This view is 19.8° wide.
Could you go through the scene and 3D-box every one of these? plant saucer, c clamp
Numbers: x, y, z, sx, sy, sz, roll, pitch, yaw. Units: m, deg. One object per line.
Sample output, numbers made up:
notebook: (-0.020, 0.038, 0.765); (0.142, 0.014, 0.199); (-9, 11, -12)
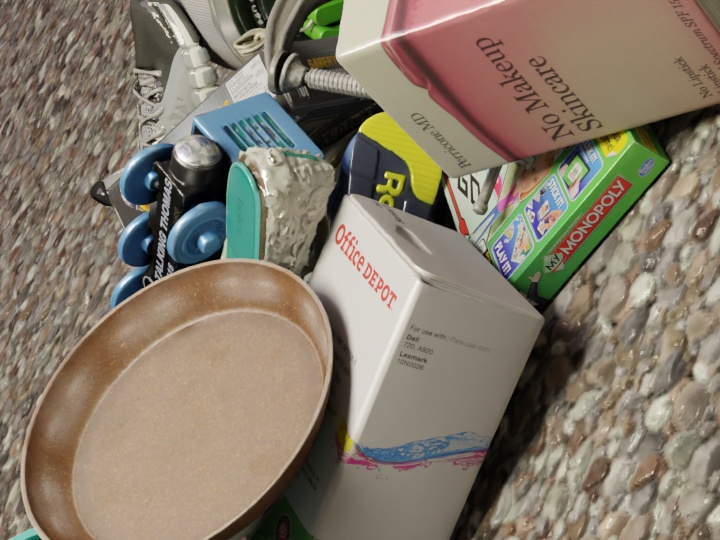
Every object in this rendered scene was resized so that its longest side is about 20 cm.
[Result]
plant saucer: (-0.096, 0.083, 1.139); (0.200, 0.035, 0.201); (-19, 46, 21)
c clamp: (0.022, -0.128, 1.257); (0.199, 0.027, 0.171); (17, 60, 25)

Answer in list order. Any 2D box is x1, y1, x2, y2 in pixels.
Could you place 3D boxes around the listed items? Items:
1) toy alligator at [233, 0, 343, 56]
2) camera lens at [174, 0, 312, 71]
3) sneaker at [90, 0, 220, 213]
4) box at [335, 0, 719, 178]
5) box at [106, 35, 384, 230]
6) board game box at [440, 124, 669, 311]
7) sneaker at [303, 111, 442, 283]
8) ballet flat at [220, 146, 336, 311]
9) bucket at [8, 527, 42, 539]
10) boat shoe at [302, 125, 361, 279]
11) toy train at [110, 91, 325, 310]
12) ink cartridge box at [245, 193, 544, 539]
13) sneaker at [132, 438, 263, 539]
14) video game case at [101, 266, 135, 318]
toy alligator: (0.004, -0.173, 1.416); (0.200, 0.054, 0.059); (-29, 36, -19)
camera lens: (-0.060, -0.221, 1.530); (0.160, 0.160, 0.200); (-62, 25, -1)
sneaker: (-0.155, -0.100, 1.523); (0.115, 0.201, 0.075); (-26, 14, -15)
box: (0.106, -0.146, 1.117); (0.199, 0.128, 0.109); (-16, 50, 32)
box: (-0.056, -0.093, 1.411); (0.200, 0.158, 0.048); (-36, 76, 43)
board game box: (0.105, -0.072, 1.226); (0.135, 0.029, 0.200); (-52, 27, 22)
sneaker: (0.000, 0.000, 1.303); (0.082, 0.074, 0.201); (-168, 98, -80)
ballet flat: (-0.052, 0.011, 1.224); (0.072, 0.071, 0.200); (-94, 15, -49)
bucket: (-0.150, 0.240, 1.174); (0.207, 0.134, 0.208); (165, 90, -81)
boat shoe: (-0.038, -0.024, 1.403); (0.200, 0.075, 0.068); (-40, 8, 17)
toy train: (-0.090, -0.014, 1.302); (0.087, 0.114, 0.200); (50, 147, 32)
ink cartridge box: (0.009, 0.077, 1.159); (0.201, 0.084, 0.145); (-67, 23, 13)
sneaker: (-0.105, 0.106, 1.217); (0.075, 0.081, 0.200); (-34, 37, -13)
video game case: (-0.203, 0.074, 1.608); (0.181, 0.025, 0.200); (-61, 10, 2)
